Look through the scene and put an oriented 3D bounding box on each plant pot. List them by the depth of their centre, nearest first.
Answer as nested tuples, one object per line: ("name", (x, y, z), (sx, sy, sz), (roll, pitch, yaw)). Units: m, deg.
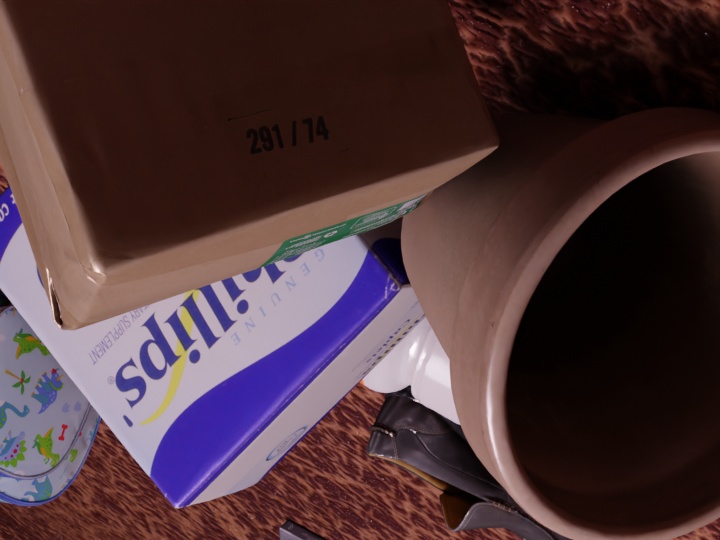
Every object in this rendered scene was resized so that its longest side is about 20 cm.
("plant pot", (0.106, 0.006, 0.989), (0.200, 0.200, 0.175), (50, 173, -33))

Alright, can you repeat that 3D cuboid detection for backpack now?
("backpack", (-0.335, 0.123, 1.937), (0.146, 0.184, 0.200), (8, 157, 47))

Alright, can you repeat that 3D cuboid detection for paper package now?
("paper package", (-0.069, -0.096, 0.924), (0.192, 0.199, 0.103), (69, 158, 4))

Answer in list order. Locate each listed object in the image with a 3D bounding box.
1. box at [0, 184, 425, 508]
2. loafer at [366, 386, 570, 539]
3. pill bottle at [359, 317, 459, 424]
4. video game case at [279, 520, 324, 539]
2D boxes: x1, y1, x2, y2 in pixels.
("box", (-0.079, -0.009, 1.130), (0.200, 0.184, 0.105), (49, -161, 12))
("loafer", (0.083, 0.157, 1.484), (0.200, 0.072, 0.073), (42, 158, -14))
("pill bottle", (0.000, 0.000, 1.216), (0.199, 0.114, 0.114), (30, 159, 18))
("video game case", (0.006, 0.337, 2.016), (0.199, 0.019, 0.144), (26, 137, 30))
